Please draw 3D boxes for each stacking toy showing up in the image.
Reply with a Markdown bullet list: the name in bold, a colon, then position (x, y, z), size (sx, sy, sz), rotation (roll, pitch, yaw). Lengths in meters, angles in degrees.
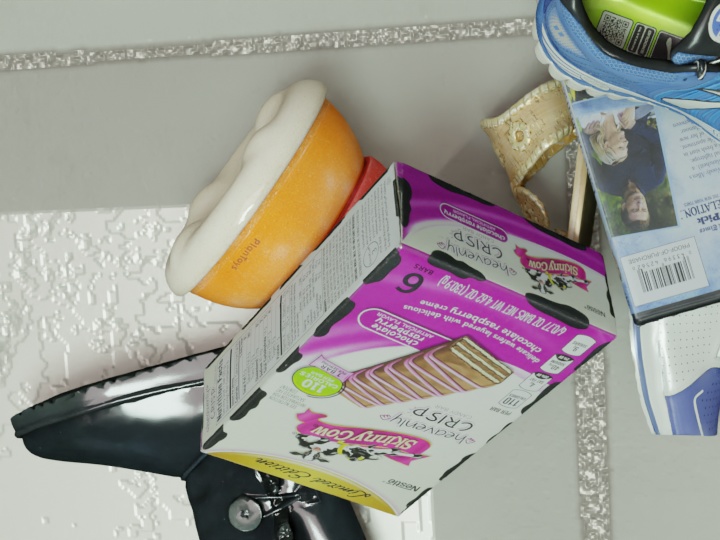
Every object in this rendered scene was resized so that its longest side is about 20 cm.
- **stacking toy**: position (0.000, 0.000, 0.838), size (0.200, 0.146, 0.146), rotation (36, 104, -11)

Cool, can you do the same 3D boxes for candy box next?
- **candy box**: position (0.020, 0.045, 0.774), size (0.136, 0.061, 0.200), rotation (22, 134, -25)

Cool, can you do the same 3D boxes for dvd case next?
- **dvd case**: position (0.183, -0.086, 0.757), size (0.142, 0.018, 0.201), rotation (-16, 82, 4)

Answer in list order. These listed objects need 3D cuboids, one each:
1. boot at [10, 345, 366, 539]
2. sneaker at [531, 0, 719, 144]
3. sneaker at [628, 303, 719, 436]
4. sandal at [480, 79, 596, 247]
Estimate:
- **boot**: position (-0.104, 0.138, 0.886), size (0.199, 0.076, 0.169), rotation (-15, 89, 9)
- **sneaker**: position (0.181, -0.102, 0.704), size (0.199, 0.089, 0.079), rotation (15, 86, 6)
- **sneaker**: position (0.206, -0.007, 0.794), size (0.115, 0.081, 0.200), rotation (-2, 94, 16)
- **sandal**: position (0.103, -0.089, 0.814), size (0.069, 0.078, 0.213), rotation (9, 90, 14)
